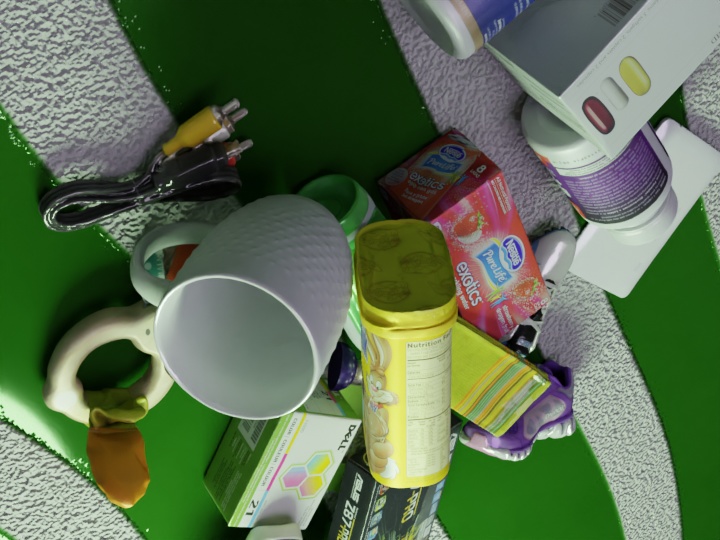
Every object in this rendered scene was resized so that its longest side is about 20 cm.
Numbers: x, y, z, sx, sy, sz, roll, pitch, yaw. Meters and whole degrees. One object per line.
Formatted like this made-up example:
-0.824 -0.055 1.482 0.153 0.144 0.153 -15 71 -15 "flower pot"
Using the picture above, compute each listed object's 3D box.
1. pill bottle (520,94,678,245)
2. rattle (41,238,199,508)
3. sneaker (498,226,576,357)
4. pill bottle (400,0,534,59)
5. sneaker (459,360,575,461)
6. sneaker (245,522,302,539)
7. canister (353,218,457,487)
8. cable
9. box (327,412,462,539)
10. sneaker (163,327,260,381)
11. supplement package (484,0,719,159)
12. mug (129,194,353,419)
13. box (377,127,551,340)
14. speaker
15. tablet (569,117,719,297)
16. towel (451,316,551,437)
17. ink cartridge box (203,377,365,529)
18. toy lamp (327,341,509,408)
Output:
0.251 -0.112 1.459 0.111 0.112 0.200 -43 134 1 "pill bottle"
-0.194 0.084 1.292 0.130 0.143 0.200 38 104 -26 "rattle"
0.179 0.046 1.554 0.071 0.073 0.201 20 108 -39 "sneaker"
0.127 -0.289 1.245 0.200 0.116 0.116 -41 135 -2 "pill bottle"
0.183 0.151 1.615 0.199 0.080 0.089 -15 122 -52 "sneaker"
-0.098 0.335 1.524 0.074 0.085 0.200 -5 156 -10 "sneaker"
0.040 0.078 1.308 0.085 0.149 0.202 -4 123 -3 "canister"
-0.183 -0.082 1.257 0.198 0.051 0.097 -22 149 -3 "cable"
0.030 0.262 1.591 0.161 0.049 0.202 -28 140 -47 "box"
-0.114 0.072 1.338 0.199 0.070 0.076 -30 155 -48 "sneaker"
0.232 -0.237 1.325 0.200 0.156 0.111 -48 135 5 "supplement package"
-0.103 0.010 1.243 0.198 0.176 0.149 16 126 8 "mug"
0.106 -0.028 1.435 0.099 0.096 0.201 -35 134 -8 "box"
0.000 0.000 1.393 0.088 0.089 0.201 -35 134 -7 "speaker"
0.319 -0.067 1.607 0.129 0.014 0.201 23 106 -42 "tablet"
0.104 0.100 1.445 0.199 0.018 0.086 32 102 -35 "towel"
-0.044 0.193 1.509 0.198 0.076 0.149 11 115 -37 "ink cartridge box"
0.067 0.113 1.497 0.198 0.058 0.059 11 117 -17 "toy lamp"
